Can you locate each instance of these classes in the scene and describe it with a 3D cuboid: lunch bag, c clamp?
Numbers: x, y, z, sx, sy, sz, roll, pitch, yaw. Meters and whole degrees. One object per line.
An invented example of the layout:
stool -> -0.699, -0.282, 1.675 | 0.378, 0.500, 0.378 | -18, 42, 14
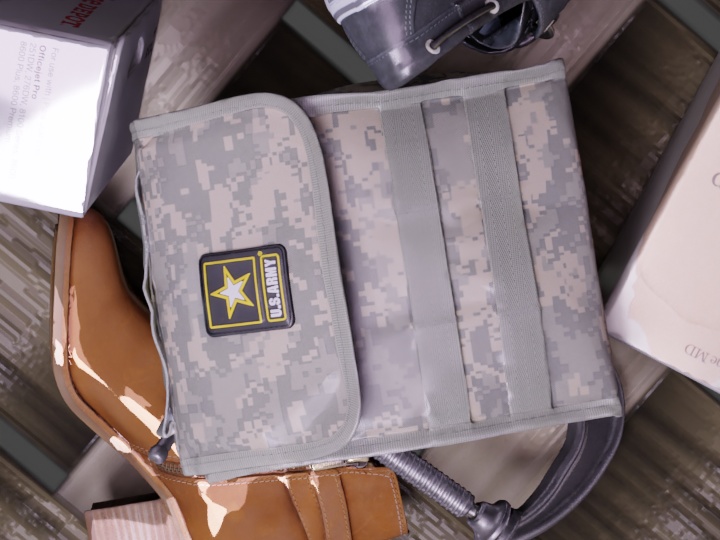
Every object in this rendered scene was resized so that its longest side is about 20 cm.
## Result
lunch bag -> 0.000, 0.000, 1.287 | 0.199, 0.118, 0.165 | -9, 90, -8
c clamp -> 0.022, 0.064, 1.359 | 0.199, 0.027, 0.171 | 30, 68, -8

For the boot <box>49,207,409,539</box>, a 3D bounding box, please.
boot -> -0.064, 0.054, 1.375 | 0.154, 0.077, 0.201 | -11, 93, 0

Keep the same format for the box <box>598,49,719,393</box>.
box -> 0.191, -0.047, 1.329 | 0.095, 0.078, 0.201 | 26, 103, -3

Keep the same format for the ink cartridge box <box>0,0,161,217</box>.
ink cartridge box -> -0.201, -0.096, 1.310 | 0.199, 0.145, 0.085 | 12, 105, 2

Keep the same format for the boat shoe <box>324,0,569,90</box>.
boat shoe -> 0.056, -0.121, 1.268 | 0.069, 0.200, 0.057 | -26, 87, 40
